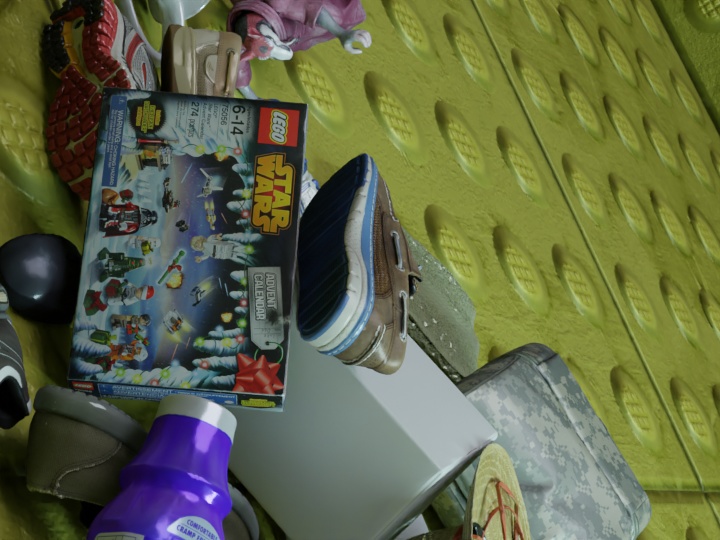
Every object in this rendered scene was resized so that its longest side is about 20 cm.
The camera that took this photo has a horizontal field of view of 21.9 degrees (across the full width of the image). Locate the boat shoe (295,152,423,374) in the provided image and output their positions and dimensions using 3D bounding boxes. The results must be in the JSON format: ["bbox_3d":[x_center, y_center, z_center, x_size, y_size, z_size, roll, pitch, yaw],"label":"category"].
[{"bbox_3d":[0.000,0.000,1.234,0.072,0.072,0.201,39,31,-22],"label":"boat shoe"}]

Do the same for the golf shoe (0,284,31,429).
[{"bbox_3d":[-0.237,0.054,0.988,0.095,0.078,0.200,62,24,8],"label":"golf shoe"}]

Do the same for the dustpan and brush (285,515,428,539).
[{"bbox_3d":[0.018,0.253,1.314,0.139,0.057,0.201,5,50,-49],"label":"dustpan and brush"}]

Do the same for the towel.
[{"bbox_3d":[0.045,0.020,1.667,0.200,0.036,0.149,44,26,-33],"label":"towel"}]

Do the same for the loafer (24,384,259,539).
[{"bbox_3d":[-0.137,0.139,1.119,0.200,0.075,0.070,42,65,-43],"label":"loafer"}]

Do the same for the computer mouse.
[{"bbox_3d":[-0.175,0.001,1.238,0.059,0.034,0.200,63,22,11],"label":"computer mouse"}]

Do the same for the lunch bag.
[{"bbox_3d":[0.124,0.171,1.507,0.201,0.139,0.168,59,22,4],"label":"lunch bag"}]

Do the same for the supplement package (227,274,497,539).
[{"bbox_3d":[-0.027,0.089,1.267,0.200,0.120,0.121,47,21,11],"label":"supplement package"}]

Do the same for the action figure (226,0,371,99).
[{"bbox_3d":[-0.070,-0.223,1.606,0.149,0.134,0.200,57,20,-3],"label":"action figure"}]

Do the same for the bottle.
[{"bbox_3d":[-0.115,0.167,1.026,0.083,0.065,0.201,42,51,-40],"label":"bottle"}]

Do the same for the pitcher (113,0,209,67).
[{"bbox_3d":[-0.185,-0.278,1.481,0.200,0.121,0.172,54,36,-41],"label":"pitcher"}]

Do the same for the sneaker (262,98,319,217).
[{"bbox_3d":[-0.044,-0.031,1.401,0.075,0.087,0.202,123,-35,-77],"label":"sneaker"}]

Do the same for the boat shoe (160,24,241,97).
[{"bbox_3d":[-0.111,-0.083,1.356,0.064,0.071,0.202,2,77,-16],"label":"boat shoe"}]

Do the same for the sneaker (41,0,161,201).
[{"bbox_3d":[-0.173,-0.119,1.336,0.082,0.078,0.201,40,29,-40],"label":"sneaker"}]

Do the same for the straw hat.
[{"bbox_3d":[0.060,0.217,1.255,0.201,0.084,0.203,-7,90,-75],"label":"straw hat"}]

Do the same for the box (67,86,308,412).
[{"bbox_3d":[-0.108,-0.015,1.188,0.040,0.136,0.201,101,-7,-70],"label":"box"}]
